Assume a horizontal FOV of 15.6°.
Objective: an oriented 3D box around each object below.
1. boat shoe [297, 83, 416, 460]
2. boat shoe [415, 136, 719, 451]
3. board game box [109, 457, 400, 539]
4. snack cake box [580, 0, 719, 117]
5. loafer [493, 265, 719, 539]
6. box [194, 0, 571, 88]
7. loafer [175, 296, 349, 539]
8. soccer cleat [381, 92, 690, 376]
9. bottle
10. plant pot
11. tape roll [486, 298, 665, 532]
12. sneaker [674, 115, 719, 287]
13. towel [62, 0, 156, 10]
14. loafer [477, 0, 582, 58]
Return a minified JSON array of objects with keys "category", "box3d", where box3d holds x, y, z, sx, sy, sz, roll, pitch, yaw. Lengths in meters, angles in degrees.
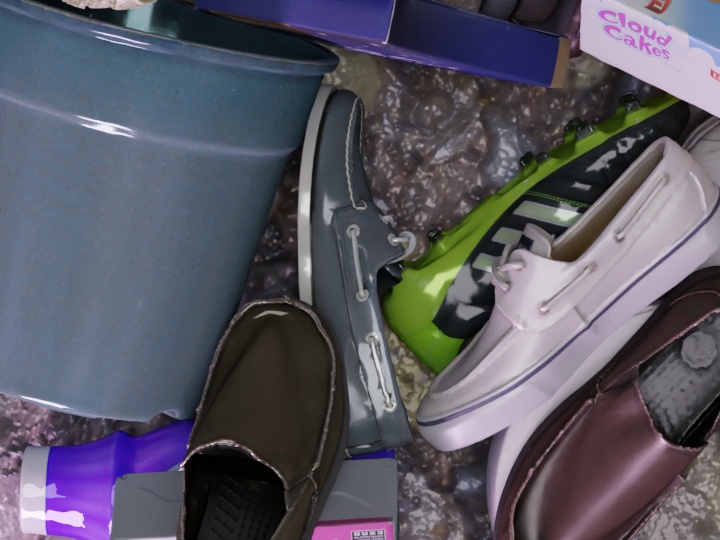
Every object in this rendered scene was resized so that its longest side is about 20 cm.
[{"category":"boat shoe","box3d":[0.000,0.000,1.380,0.061,0.073,0.201,-1,76,8]},{"category":"boat shoe","box3d":[0.098,0.008,1.351,0.200,0.071,0.070,-39,109,2]},{"category":"board game box","box3d":[-0.048,0.201,1.373,0.146,0.064,0.201,-3,120,1]},{"category":"snack cake box","box3d":[0.208,-0.177,1.324,0.115,0.067,0.201,28,70,17]},{"category":"loafer","box3d":[0.137,0.081,1.337,0.073,0.071,0.201,35,91,-3]},{"category":"box","box3d":[0.004,-0.126,1.316,0.121,0.200,0.033,14,92,35]},{"category":"loafer","box3d":[-0.048,0.094,1.278,0.075,0.070,0.201,5,59,5]},{"category":"soccer cleat","box3d":[0.102,-0.019,1.409,0.200,0.068,0.081,-37,98,7]},{"category":"bottle","box3d":[-0.081,0.121,1.407,0.198,0.065,0.084,3,97,-1]},{"category":"plant pot","box3d":[-0.128,-0.038,1.347,0.199,0.200,0.197,13,101,-2]},{"category":"tape roll","box3d":[0.167,0.116,1.410,0.201,0.071,0.204,0,93,-1]},{"category":"sneaker","box3d":[0.235,-0.063,1.386,0.200,0.099,0.078,-44,103,2]},{"category":"towel","box3d":[-0.117,-0.177,1.277,0.148,0.199,0.037,-33,123,-27]},{"category":"loafer","box3d":[0.135,-0.206,1.393,0.063,0.072,0.201,29,104,-5]}]
